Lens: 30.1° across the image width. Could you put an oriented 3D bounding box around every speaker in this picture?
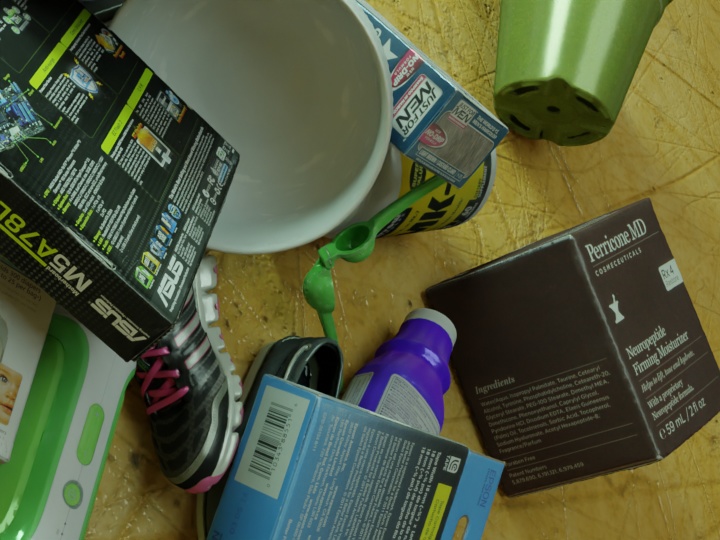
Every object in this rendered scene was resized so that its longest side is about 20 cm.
[{"bbox_3d":[-0.190,0.113,0.780,0.088,0.088,0.201,36,49,-33],"label":"speaker"}]

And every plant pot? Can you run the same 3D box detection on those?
[{"bbox_3d":[0.212,-0.235,1.354,0.200,0.199,0.191,33,64,-36],"label":"plant pot"}]

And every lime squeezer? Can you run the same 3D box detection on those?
[{"bbox_3d":[0.000,0.000,1.007,0.070,0.201,0.038,25,16,-10],"label":"lime squeezer"}]

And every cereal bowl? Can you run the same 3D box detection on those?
[{"bbox_3d":[-0.074,-0.117,0.896,0.201,0.199,0.083,56,14,-15],"label":"cereal bowl"}]

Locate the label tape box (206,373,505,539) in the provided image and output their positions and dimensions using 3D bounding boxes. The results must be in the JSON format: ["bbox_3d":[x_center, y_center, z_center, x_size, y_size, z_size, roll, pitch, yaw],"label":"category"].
[{"bbox_3d":[-0.003,0.169,0.913,0.199,0.063,0.145,25,82,-44],"label":"label tape box"}]

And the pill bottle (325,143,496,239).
[{"bbox_3d":[0.013,-0.083,1.087,0.199,0.114,0.115,-10,81,-50],"label":"pill bottle"}]

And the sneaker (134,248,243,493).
[{"bbox_3d":[-0.137,0.049,0.888,0.087,0.073,0.201,13,59,-46],"label":"sneaker"}]

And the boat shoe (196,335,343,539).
[{"bbox_3d":[-0.059,0.130,0.946,0.073,0.062,0.201,43,46,-32],"label":"boat shoe"}]

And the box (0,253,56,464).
[{"bbox_3d":[-0.242,0.006,0.759,0.112,0.101,0.201,36,49,-34],"label":"box"}]

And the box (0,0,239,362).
[{"bbox_3d":[-0.164,-0.074,0.759,0.193,0.047,0.201,41,27,-19],"label":"box"}]

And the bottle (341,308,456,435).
[{"bbox_3d":[0.025,0.112,1.049,0.084,0.065,0.201,54,41,-25],"label":"bottle"}]

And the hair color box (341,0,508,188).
[{"bbox_3d":[0.008,-0.152,0.980,0.200,0.061,0.100,46,12,28],"label":"hair color box"}]

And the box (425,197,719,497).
[{"bbox_3d":[0.194,0.068,1.186,0.165,0.164,0.201,-22,90,-51],"label":"box"}]

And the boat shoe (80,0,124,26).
[{"bbox_3d":[-0.173,-0.186,0.908,0.199,0.057,0.067,-23,51,-26],"label":"boat shoe"}]
